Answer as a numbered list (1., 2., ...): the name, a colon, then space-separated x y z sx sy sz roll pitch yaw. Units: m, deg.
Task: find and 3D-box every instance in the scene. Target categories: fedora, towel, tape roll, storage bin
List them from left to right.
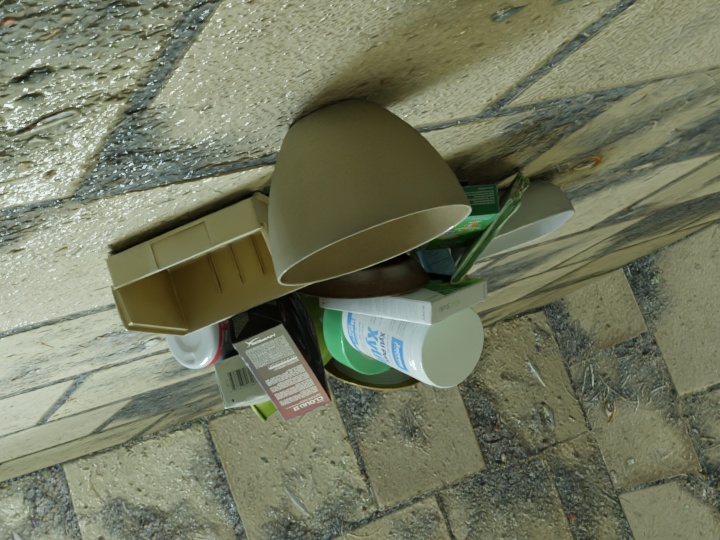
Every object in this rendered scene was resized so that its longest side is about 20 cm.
1. storage bin: -0.171 -0.004 1.348 0.198 0.095 0.198 -22 171 10
2. fedora: 0.024 0.139 2.019 0.198 0.083 0.201 8 -158 -3
3. tape roll: 0.027 0.068 1.862 0.199 0.203 0.048 -12 -156 -42
4. towel: 0.190 -0.063 1.637 0.153 0.023 0.200 -54 179 19

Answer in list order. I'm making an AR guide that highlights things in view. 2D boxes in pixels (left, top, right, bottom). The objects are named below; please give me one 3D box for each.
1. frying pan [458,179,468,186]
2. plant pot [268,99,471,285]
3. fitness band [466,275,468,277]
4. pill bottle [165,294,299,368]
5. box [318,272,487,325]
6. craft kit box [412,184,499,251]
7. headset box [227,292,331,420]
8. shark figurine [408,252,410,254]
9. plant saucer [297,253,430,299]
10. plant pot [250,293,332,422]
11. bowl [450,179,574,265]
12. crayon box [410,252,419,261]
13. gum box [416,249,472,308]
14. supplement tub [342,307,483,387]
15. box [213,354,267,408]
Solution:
1. frying pan: 0.089 -0.098 1.591 0.114 0.031 0.190 -25 173 23
2. plant pot: -0.007 -0.085 1.102 0.198 0.136 0.200 -19 171 -3
3. fitness band: 0.102 0.035 2.086 0.197 0.038 0.144 -9 -147 4
4. pill bottle: -0.185 0.075 1.710 0.113 0.115 0.199 -28 169 40
5. box: 0.060 0.032 1.615 0.198 0.037 0.144 9 -163 37
6. craft kit box: 0.069 -0.065 1.541 0.197 0.049 0.198 -5 172 -8
7. headset box: -0.110 0.091 1.530 0.076 0.150 0.201 -22 134 7
8. shark figurine: 0.009 0.023 1.933 0.127 0.091 0.213 -26 168 39
9. plant saucer: 0.000 0.000 1.614 0.198 0.037 0.201 -3 -168 1
10. plant pot: -0.130 0.115 1.895 0.192 0.202 0.200 -31 172 -4
11. bowl: 0.237 -0.081 1.857 0.198 0.075 0.200 -19 170 -6
12. crayon box: 0.065 0.038 2.010 0.198 0.126 0.052 -19 132 -8
13. gum box: 0.137 0.024 1.846 0.044 0.202 0.170 -21 171 0
14. supplement tub: 0.076 0.088 1.729 0.131 0.134 0.199 -14 -159 -34
15. box: -0.151 0.159 1.690 0.081 0.069 0.200 -18 174 4
